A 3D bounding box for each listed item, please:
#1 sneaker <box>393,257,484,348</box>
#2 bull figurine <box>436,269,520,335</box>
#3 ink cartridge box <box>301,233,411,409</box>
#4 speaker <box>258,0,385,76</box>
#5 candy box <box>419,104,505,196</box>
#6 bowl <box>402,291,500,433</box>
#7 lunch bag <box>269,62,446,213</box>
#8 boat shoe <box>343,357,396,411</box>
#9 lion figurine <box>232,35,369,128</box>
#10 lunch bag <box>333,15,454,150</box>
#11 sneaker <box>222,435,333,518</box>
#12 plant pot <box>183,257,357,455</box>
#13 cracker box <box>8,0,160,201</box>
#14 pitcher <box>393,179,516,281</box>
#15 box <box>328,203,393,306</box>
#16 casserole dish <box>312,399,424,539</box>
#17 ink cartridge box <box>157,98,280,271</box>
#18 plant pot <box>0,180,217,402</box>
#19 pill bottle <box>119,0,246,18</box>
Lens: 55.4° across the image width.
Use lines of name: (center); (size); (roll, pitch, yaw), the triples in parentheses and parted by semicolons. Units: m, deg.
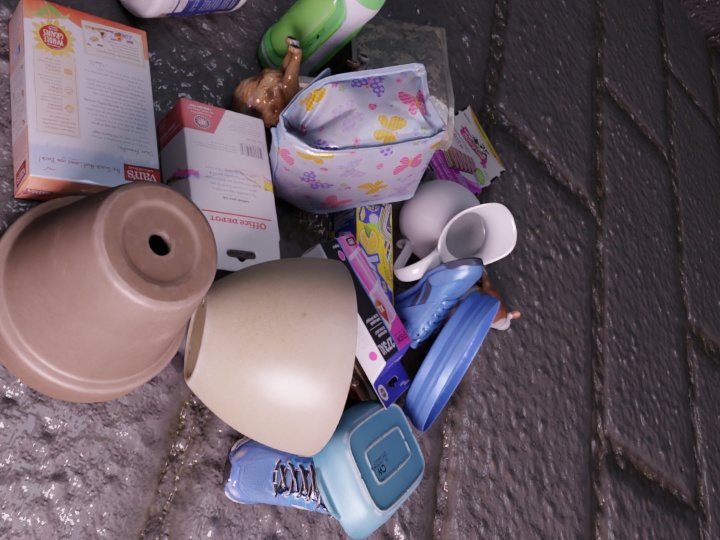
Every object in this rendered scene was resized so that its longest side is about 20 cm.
sneaker: (0.094, 0.051, 0.892); (0.065, 0.199, 0.080); (5, 61, -38)
bull figurine: (0.172, 0.047, 1.072); (0.198, 0.065, 0.123); (-12, 77, -49)
ink cartridge box: (0.008, 0.055, 0.814); (0.202, 0.037, 0.094); (63, 25, 2)
speaker: (-0.053, -0.333, 0.918); (0.088, 0.199, 0.090); (22, 55, -35)
candy box: (0.155, -0.183, 1.159); (0.200, 0.061, 0.138); (-39, 100, -47)
bowl: (0.118, 0.118, 0.908); (0.039, 0.203, 0.200); (30, 42, 16)
lunch bag: (-0.017, -0.159, 0.849); (0.197, 0.170, 0.129); (-13, 72, -13)
boat shoe: (-0.030, 0.116, 0.836); (0.203, 0.074, 0.075); (51, 51, -15)
lion figurine: (-0.065, -0.230, 0.898); (0.197, 0.124, 0.073); (7, 31, -25)
lunch bag: (0.048, -0.265, 1.023); (0.161, 0.118, 0.203); (5, 64, -16)
sneaker: (-0.057, 0.220, 0.741); (0.198, 0.088, 0.080); (15, 77, -38)
plant pot: (-0.103, 0.077, 0.692); (0.132, 0.200, 0.204); (11, 63, -22)
cracker box: (-0.289, -0.170, 0.719); (0.132, 0.057, 0.204); (5, 68, -42)
pitcher: (0.105, -0.051, 0.975); (0.169, 0.200, 0.123); (-25, 109, -7)
box: (0.000, 0.000, 0.923); (0.069, 0.064, 0.203); (20, 60, -37)
casserole dish: (0.017, 0.206, 0.750); (0.199, 0.038, 0.123); (-12, 75, -64)
ink cartridge box: (-0.163, -0.084, 0.797); (0.115, 0.067, 0.204); (7, 66, -42)
plant pot: (-0.218, 0.006, 0.626); (0.198, 0.173, 0.204); (21, 58, -38)
pill bottle: (-0.203, -0.381, 0.859); (0.199, 0.110, 0.112); (-29, 93, -47)
